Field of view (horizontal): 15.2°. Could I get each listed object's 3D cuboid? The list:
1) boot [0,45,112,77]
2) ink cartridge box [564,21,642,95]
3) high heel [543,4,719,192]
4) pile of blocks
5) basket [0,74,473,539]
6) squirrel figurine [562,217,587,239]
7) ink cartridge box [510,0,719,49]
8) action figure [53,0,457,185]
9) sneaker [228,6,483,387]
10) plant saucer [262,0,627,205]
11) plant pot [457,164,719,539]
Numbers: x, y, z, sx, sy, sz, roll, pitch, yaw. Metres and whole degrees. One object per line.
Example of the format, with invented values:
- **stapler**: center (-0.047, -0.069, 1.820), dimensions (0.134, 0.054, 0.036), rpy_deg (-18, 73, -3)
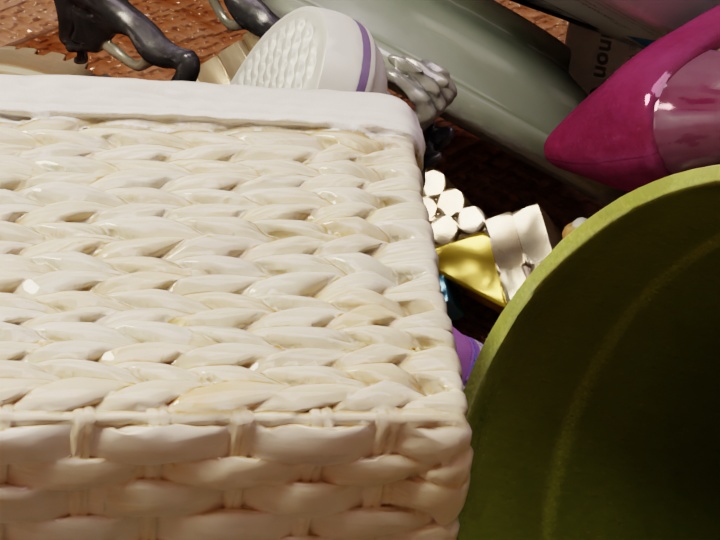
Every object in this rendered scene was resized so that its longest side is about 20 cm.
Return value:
- **boot**: center (-0.192, -0.040, 1.026), dimensions (0.200, 0.075, 0.107), rpy_deg (6, 38, 32)
- **ink cartridge box**: center (0.130, -0.119, 1.191), dimensions (0.067, 0.117, 0.200), rpy_deg (11, 30, 6)
- **high heel**: center (0.150, -0.088, 0.991), dimensions (0.096, 0.068, 0.200), rpy_deg (-3, 20, 39)
- **pile of blocks**: center (0.005, -0.018, 1.071), dimensions (0.200, 0.082, 0.062), rpy_deg (35, -3, 25)
- **basket**: center (-0.076, 0.066, 0.768), dimensions (0.200, 0.198, 0.161), rpy_deg (0, 35, -11)
- **squirrel figurine**: center (0.159, 0.019, 0.983), dimensions (0.186, 0.142, 0.200), rpy_deg (-9, 18, -6)
- **ink cartridge box**: center (0.067, -0.151, 1.047), dimensions (0.200, 0.086, 0.146), rpy_deg (24, 2, 38)
- **action figure**: center (-0.033, -0.039, 0.962), dimensions (0.119, 0.102, 0.200), rpy_deg (-24, 81, -32)
- **sneaker**: center (0.000, 0.000, 0.888), dimensions (0.114, 0.201, 0.073), rpy_deg (6, 44, -17)
- **plant saucer**: center (0.028, -0.093, 1.095), dimensions (0.200, 0.050, 0.200), rpy_deg (28, 3, -2)
- **plant pot**: center (0.158, 0.081, 0.743), dimensions (0.193, 0.201, 0.200), rpy_deg (7, 22, -44)
